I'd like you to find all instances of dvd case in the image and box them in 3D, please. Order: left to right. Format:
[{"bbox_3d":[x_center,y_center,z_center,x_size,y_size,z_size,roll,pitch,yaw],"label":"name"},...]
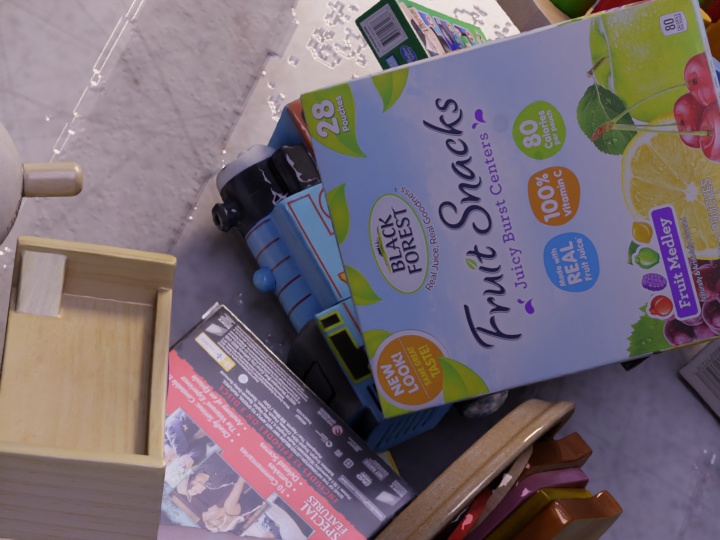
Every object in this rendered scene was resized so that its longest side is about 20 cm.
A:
[{"bbox_3d":[-0.089,0.128,1.429,0.146,0.022,0.200,43,63,9],"label":"dvd case"}]

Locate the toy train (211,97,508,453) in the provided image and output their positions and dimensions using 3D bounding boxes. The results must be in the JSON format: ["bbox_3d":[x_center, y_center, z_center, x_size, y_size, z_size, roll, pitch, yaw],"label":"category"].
[{"bbox_3d":[0.000,0.000,1.522,0.114,0.087,0.200,-23,75,-25],"label":"toy train"}]

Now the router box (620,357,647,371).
[{"bbox_3d":[0.132,-0.037,1.539,0.149,0.051,0.200,53,17,0],"label":"router box"}]

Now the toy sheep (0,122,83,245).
[{"bbox_3d":[-0.238,-0.048,1.417,0.200,0.138,0.138,-3,63,-3],"label":"toy sheep"}]

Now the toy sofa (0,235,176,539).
[{"bbox_3d":[-0.134,0.075,1.357,0.083,0.098,0.200,6,29,-6],"label":"toy sofa"}]

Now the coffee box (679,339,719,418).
[{"bbox_3d":[0.293,0.088,1.600,0.113,0.080,0.200,-36,81,-34],"label":"coffee box"}]

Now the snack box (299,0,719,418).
[{"bbox_3d":[0.088,-0.032,1.408,0.200,0.068,0.169,-15,93,11],"label":"snack box"}]

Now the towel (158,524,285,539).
[{"bbox_3d":[-0.137,0.208,1.353,0.200,0.032,0.191,7,67,-7],"label":"towel"}]

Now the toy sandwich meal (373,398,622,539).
[{"bbox_3d":[0.051,0.142,1.377,0.070,0.205,0.205,45,56,7],"label":"toy sandwich meal"}]

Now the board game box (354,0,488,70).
[{"bbox_3d":[0.080,-0.054,1.570,0.200,0.029,0.135,61,17,15],"label":"board game box"}]

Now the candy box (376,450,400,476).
[{"bbox_3d":[0.008,0.195,1.453,0.102,0.026,0.200,-15,70,-26],"label":"candy box"}]

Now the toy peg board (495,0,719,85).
[{"bbox_3d":[0.197,-0.110,1.556,0.200,0.098,0.199,25,21,-36],"label":"toy peg board"}]
